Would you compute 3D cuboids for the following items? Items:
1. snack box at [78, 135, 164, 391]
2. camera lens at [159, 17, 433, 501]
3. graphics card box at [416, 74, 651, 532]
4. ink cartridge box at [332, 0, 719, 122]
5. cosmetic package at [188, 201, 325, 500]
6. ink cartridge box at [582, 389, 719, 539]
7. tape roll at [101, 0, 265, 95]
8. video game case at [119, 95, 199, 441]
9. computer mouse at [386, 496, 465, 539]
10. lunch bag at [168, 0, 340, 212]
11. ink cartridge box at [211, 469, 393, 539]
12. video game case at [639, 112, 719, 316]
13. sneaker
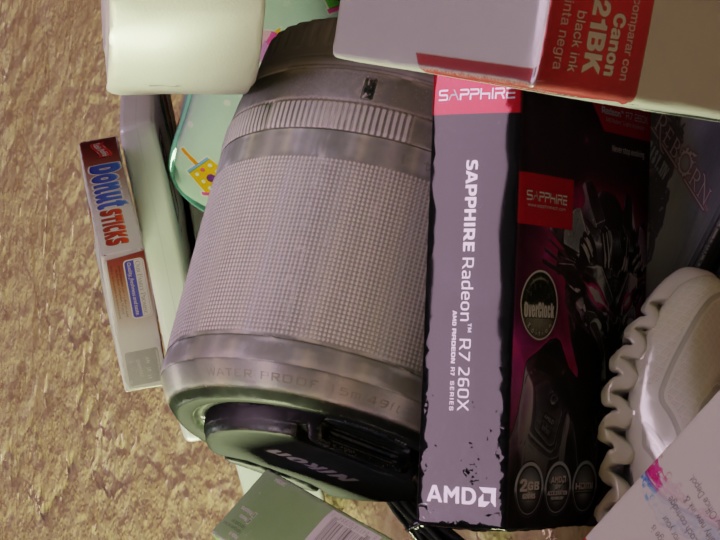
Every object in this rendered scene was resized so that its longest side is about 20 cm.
[{"bbox_3d":[-0.124,-0.008,1.182,0.200,0.024,0.072,-117,17,-69],"label":"snack box"},{"bbox_3d":[0.000,0.000,1.101,0.160,0.160,0.200,-25,47,62],"label":"camera lens"},{"bbox_3d":[0.079,0.014,1.018,0.051,0.125,0.200,2,87,33],"label":"graphics card box"},{"bbox_3d":[0.113,-0.104,0.899,0.144,0.200,0.084,17,100,58],"label":"ink cartridge box"},{"bbox_3d":[-0.064,0.040,1.384,0.151,0.052,0.200,86,173,-60],"label":"cosmetic package"},{"bbox_3d":[0.153,0.123,0.883,0.200,0.067,0.116,-51,38,20],"label":"ink cartridge box"},{"bbox_3d":[-0.085,-0.183,1.068,0.202,0.071,0.203,179,90,-82],"label":"tape roll"},{"bbox_3d":[-0.114,-0.028,1.359,0.182,0.024,0.200,-102,2,-64],"label":"video game case"},{"bbox_3d":[-0.013,0.162,1.258,0.140,0.046,0.200,53,146,4],"label":"computer mouse"},{"bbox_3d":[-0.008,-0.099,1.236,0.077,0.160,0.200,-70,1,-54],"label":"lunch bag"},{"bbox_3d":[0.036,0.180,1.060,0.048,0.200,0.146,-49,23,-11],"label":"ink cartridge box"},{"bbox_3d":[0.132,-0.036,1.084,0.143,0.019,0.200,-114,36,-45],"label":"video game case"},{"bbox_3d":[0.142,0.099,0.997,0.081,0.075,0.200,7,83,32],"label":"sneaker"}]
